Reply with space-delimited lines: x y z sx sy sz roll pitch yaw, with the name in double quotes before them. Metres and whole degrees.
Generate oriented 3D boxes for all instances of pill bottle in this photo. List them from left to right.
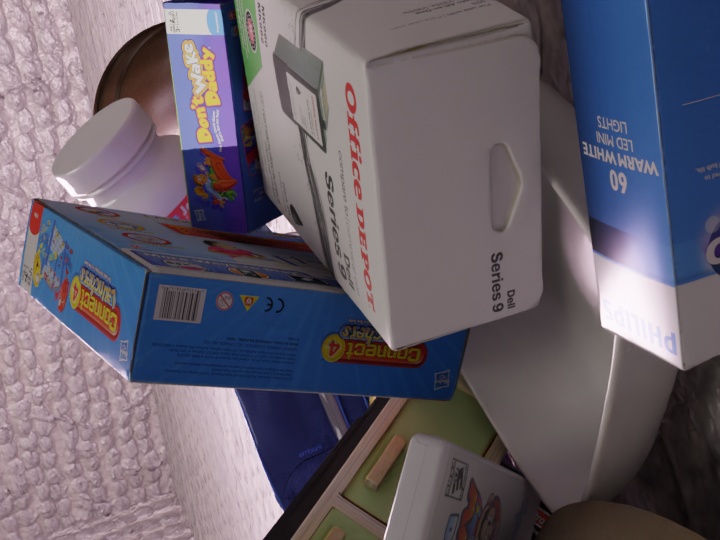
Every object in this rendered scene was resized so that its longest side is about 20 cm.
"pill bottle" -0.140 -0.031 0.922 0.200 0.109 0.109 49 176 -29

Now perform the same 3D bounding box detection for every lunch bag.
"lunch bag" -0.041 0.126 1.133 0.136 0.131 0.202 72 174 -68

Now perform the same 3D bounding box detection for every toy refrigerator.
"toy refrigerator" 0.016 0.142 0.673 0.075 0.200 0.070 31 138 10

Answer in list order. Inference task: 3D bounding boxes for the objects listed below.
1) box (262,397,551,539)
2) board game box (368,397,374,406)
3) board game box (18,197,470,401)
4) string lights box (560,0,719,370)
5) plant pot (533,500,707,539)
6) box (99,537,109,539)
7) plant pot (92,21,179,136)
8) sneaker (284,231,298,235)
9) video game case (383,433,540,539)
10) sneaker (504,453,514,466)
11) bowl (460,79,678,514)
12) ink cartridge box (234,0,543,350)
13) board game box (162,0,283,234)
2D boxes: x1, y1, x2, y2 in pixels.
"box" 0.032 0.201 0.766 0.199 0.199 0.050 33 171 37
"board game box" 0.030 0.073 0.938 0.201 0.034 0.137 95 173 -51
"board game box" -0.072 0.015 0.690 0.195 0.198 0.057 23 103 57
"string lights box" 0.130 -0.078 0.423 0.059 0.102 0.202 -147 43 -64
"plant pot" 0.102 0.247 0.558 0.186 0.200 0.188 33 147 25
"box" -0.078 0.266 0.644 0.175 0.097 0.201 33 162 34
"plant pot" -0.112 -0.140 1.025 0.198 0.198 0.203 -9 98 66
"sneaker" -0.034 0.023 1.026 0.200 0.072 0.113 156 119 -81
"video game case" 0.040 0.195 0.609 0.182 0.023 0.202 36 -113 -62
"sneaker" 0.037 0.183 0.863 0.089 0.200 0.081 46 176 26
"bowl" 0.105 0.004 0.635 0.201 0.074 0.200 89 157 -45
"ink cartridge box" 0.008 -0.075 0.605 0.200 0.083 0.148 -131 30 -56
"board game box" -0.039 -0.120 0.767 0.044 0.200 0.136 8 113 30
